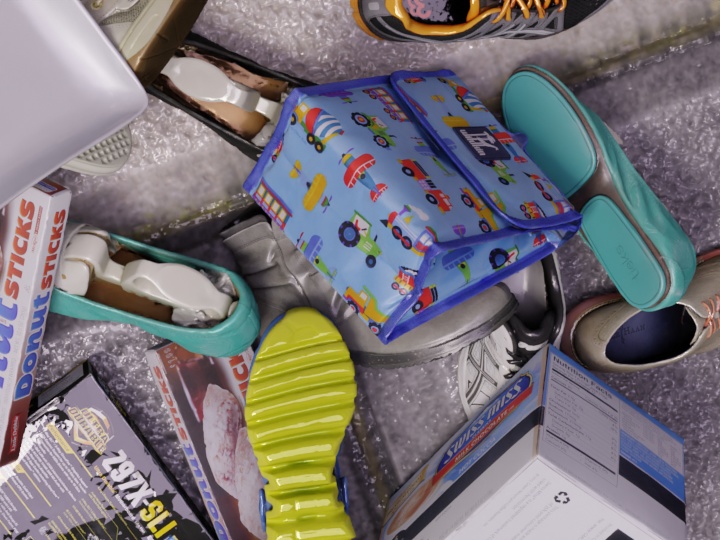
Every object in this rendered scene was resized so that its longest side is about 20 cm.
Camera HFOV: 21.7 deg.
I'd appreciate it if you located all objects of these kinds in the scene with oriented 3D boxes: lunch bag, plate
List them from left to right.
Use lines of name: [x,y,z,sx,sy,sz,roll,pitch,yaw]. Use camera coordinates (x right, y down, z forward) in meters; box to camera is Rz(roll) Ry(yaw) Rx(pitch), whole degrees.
plate: [-0.263,-0.129,1.157,0.199,0.032,0.201,-38,96,-25]
lunch bag: [0.049,-0.058,1.260,0.151,0.199,0.094,48,131,20]

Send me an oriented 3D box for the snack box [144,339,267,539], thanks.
snack box: [-0.085,0.136,1.341,0.072,0.024,0.201,-25,98,-29]

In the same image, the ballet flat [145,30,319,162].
ballet flat: [-0.072,-0.110,1.295,0.199,0.068,0.068,21,97,-12]

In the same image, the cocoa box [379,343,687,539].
cocoa box: [0.116,0.180,1.312,0.133,0.132,0.200,34,122,-13]

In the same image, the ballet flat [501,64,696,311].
ballet flat: [0.172,-0.060,1.336,0.067,0.070,0.201,-41,75,36]

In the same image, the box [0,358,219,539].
box: [-0.201,0.192,1.346,0.159,0.049,0.201,-36,103,-3]

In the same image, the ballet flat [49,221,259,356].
ballet flat: [-0.162,0.002,1.282,0.199,0.071,0.068,17,63,0]

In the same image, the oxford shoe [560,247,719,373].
oxford shoe: [0.248,0.034,1.362,0.199,0.074,0.071,-21,103,-12]

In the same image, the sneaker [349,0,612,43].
sneaker: [0.095,-0.192,1.300,0.198,0.077,0.079,-13,101,-7]

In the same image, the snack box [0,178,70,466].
snack box: [-0.245,0.028,1.255,0.072,0.024,0.201,24,112,24]

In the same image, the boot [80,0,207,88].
boot: [-0.160,-0.234,1.252,0.154,0.072,0.201,29,70,8]

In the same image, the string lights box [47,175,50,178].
string lights box: [-0.289,-0.135,1.264,0.199,0.059,0.103,23,97,-12]

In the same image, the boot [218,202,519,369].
boot: [0.000,0.000,1.295,0.199,0.068,0.131,-12,106,25]

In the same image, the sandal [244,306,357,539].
sandal: [-0.042,0.124,1.294,0.079,0.087,0.202,1,96,-6]

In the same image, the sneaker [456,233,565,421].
sneaker: [0.111,0.055,1.344,0.075,0.088,0.202,-9,104,-8]

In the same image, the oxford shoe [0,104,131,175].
oxford shoe: [-0.243,-0.113,1.219,0.199,0.058,0.076,21,55,-19]
